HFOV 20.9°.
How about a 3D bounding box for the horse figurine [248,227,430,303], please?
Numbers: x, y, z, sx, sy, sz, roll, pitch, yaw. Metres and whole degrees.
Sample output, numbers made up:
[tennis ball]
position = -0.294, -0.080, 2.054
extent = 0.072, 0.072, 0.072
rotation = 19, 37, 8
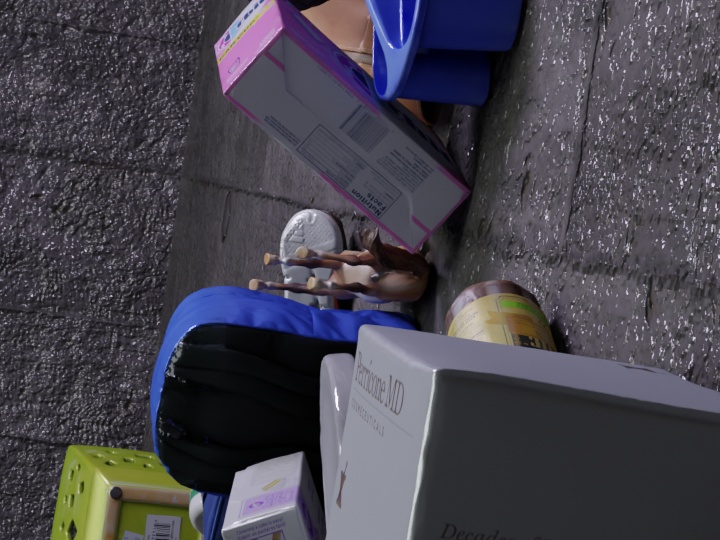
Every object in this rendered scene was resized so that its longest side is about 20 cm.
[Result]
[horse figurine]
position = 0.000, 0.000, 1.511
extent = 0.200, 0.131, 0.051
rotation = 172, 99, -66

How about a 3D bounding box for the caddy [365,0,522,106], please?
[caddy]
position = 0.049, -0.211, 1.395
extent = 0.142, 0.104, 0.202
rotation = 116, 159, -54

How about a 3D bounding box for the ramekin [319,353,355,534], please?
[ramekin]
position = 0.028, 0.149, 1.199
extent = 0.202, 0.093, 0.205
rotation = 177, 90, -85

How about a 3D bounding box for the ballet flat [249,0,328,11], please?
[ballet flat]
position = 0.003, -0.248, 1.491
extent = 0.067, 0.199, 0.057
rotation = 64, 179, 0

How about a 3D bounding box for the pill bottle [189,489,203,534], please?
[pill bottle]
position = -0.109, 0.156, 1.913
extent = 0.113, 0.112, 0.202
rotation = 116, 158, -57

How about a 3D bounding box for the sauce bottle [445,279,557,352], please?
[sauce bottle]
position = 0.090, 0.083, 1.099
extent = 0.201, 0.064, 0.065
rotation = -101, 22, -55

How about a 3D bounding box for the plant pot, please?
[plant pot]
position = -0.268, 0.330, 2.402
extent = 0.181, 0.197, 0.202
rotation = 179, 99, -72

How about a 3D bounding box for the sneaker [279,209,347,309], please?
[sneaker]
position = -0.040, 0.040, 1.820
extent = 0.082, 0.076, 0.202
rotation = -27, -51, -71

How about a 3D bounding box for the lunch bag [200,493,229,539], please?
[lunch bag]
position = -0.076, 0.151, 1.701
extent = 0.136, 0.131, 0.202
rotation = -102, 22, -59

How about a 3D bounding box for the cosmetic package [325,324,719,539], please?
[cosmetic package]
position = 0.075, 0.142, 0.872
extent = 0.167, 0.165, 0.202
rotation = -155, 74, -78

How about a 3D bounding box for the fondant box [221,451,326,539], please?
[fondant box]
position = -0.038, 0.246, 1.375
extent = 0.144, 0.058, 0.202
rotation = -88, -20, -80

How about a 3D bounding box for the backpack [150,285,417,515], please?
[backpack]
position = -0.066, 0.099, 1.517
extent = 0.168, 0.198, 0.164
rotation = -121, 40, -72

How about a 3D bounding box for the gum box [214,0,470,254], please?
[gum box]
position = -0.011, -0.108, 1.428
extent = 0.066, 0.200, 0.114
rotation = -45, 22, 12

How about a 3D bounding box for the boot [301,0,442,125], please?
[boot]
position = -0.001, -0.206, 1.544
extent = 0.154, 0.076, 0.202
rotation = 4, 88, 38
